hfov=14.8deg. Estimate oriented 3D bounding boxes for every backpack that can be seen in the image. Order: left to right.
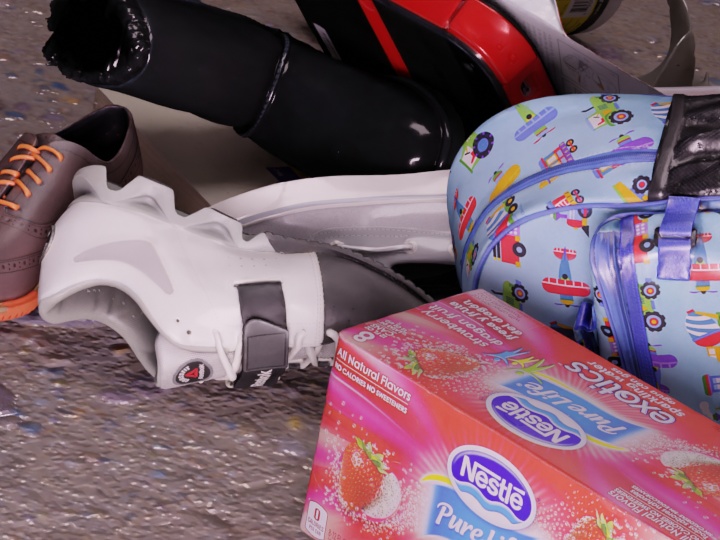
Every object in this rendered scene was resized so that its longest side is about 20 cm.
[{"bbox_3d":[0.134,0.009,1.268,0.200,0.183,0.135,1,40,13],"label":"backpack"}]

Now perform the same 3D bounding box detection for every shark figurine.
[{"bbox_3d":[0.183,-0.109,1.643,0.128,0.090,0.214,22,29,21],"label":"shark figurine"}]

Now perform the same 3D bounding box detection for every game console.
[{"bbox_3d":[0.044,-0.096,1.465,0.177,0.200,0.031,32,72,38],"label":"game console"}]

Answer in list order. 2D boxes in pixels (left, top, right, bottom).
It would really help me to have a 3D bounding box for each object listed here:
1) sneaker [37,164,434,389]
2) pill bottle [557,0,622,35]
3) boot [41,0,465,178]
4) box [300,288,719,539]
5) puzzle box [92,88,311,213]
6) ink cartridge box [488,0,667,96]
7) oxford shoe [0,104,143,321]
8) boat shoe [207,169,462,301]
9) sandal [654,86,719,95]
[{"bbox_3d":[-0.055,0.027,1.284,0.200,0.074,0.089,18,59,7],"label":"sneaker"},{"bbox_3d":[0.064,-0.201,1.758,0.200,0.113,0.112,-6,29,-33],"label":"pill bottle"},{"bbox_3d":[-0.060,-0.095,1.417,0.162,0.073,0.198,18,10,-37],"label":"boot"},{"bbox_3d":[0.080,0.098,1.135,0.095,0.100,0.200,-15,35,-43],"label":"box"},{"bbox_3d":[-0.048,-0.053,1.499,0.133,0.025,0.200,-3,28,-28],"label":"puzzle box"},{"bbox_3d":[0.095,-0.110,1.440,0.200,0.163,0.057,28,70,20],"label":"ink cartridge box"},{"bbox_3d":[-0.171,-0.030,1.343,0.071,0.073,0.200,19,26,18],"label":"oxford shoe"},{"bbox_3d":[0.000,0.000,1.361,0.200,0.072,0.069,-4,57,-16],"label":"boat shoe"},{"bbox_3d":[0.180,-0.068,1.525,0.207,0.059,0.079,6,-7,27],"label":"sandal"}]
